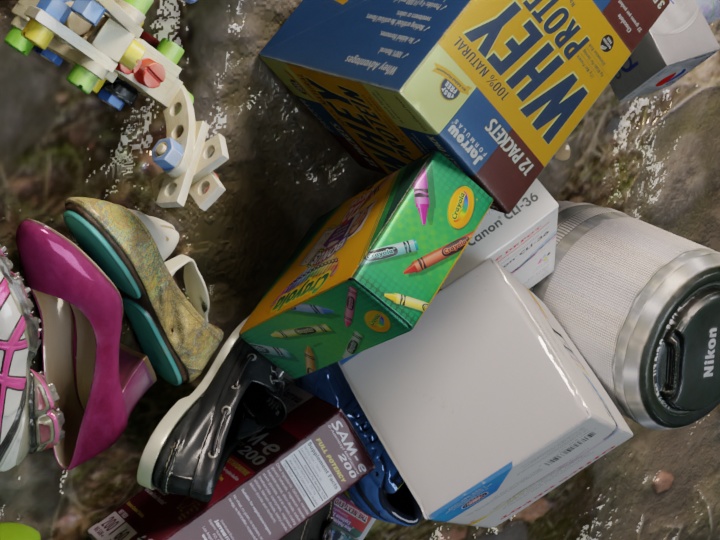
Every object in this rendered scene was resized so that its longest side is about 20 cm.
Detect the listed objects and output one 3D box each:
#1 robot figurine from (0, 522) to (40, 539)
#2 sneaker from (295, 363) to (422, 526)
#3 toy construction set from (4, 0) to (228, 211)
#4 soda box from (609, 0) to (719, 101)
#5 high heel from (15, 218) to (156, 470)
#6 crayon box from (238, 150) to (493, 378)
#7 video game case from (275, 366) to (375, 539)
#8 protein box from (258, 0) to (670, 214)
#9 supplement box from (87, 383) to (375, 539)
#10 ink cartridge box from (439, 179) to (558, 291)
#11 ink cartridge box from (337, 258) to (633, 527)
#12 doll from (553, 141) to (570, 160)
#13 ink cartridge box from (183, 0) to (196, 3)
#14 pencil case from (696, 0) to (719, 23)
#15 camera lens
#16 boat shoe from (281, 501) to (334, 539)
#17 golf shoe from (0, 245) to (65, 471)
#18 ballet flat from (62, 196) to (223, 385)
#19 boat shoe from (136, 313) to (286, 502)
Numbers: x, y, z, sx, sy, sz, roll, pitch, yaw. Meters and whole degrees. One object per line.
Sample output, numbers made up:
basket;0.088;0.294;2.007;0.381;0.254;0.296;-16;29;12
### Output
robot figurine;-0.228;0.260;1.229;0.200;0.175;0.116;41;38;-14
sneaker;0.008;0.128;1.401;0.066;0.078;0.200;-36;128;-22
toy construction set;-0.153;-0.131;1.132;0.092;0.131;0.200;-48;133;-14
soda box;0.200;-0.240;1.361;0.063;0.068;0.200;-19;80;-33
high heel;-0.213;0.054;1.211;0.096;0.067;0.200;-52;148;-25
crayon box;0.000;0.000;1.230;0.058;0.200;0.119;39;63;-13
video game case;-0.031;0.148;1.445;0.200;0.023;0.182;39;82;-45
protein box;0.072;-0.175;1.253;0.200;0.199;0.135;-52;124;-10
supplement box;-0.099;0.174;1.311;0.200;0.109;0.061;-35;110;-16
ink cartridge box;0.092;-0.022;1.367;0.116;0.068;0.200;-36;162;-7
ink cartridge box;0.102;0.103;1.351;0.147;0.145;0.200;-34;162;8
doll;0.091;-0.074;1.431;0.200;0.048;0.136;-30;148;-27
ink cartridge box;-0.115;-0.299;1.130;0.136;0.076;0.200;-40;129;-21
pencil case;0.234;-0.231;1.463;0.200;0.083;0.091;-26;138;-30
camera lens;0.228;0.036;1.497;0.160;0.200;0.160;-19;121;-35
boat shoe;-0.052;0.247;1.403;0.067;0.057;0.200;-36;156;-54
golf shoe;-0.262;0.056;1.162;0.092;0.073;0.200;-27;125;-28
ballet flat;-0.151;0.002;1.242;0.071;0.071;0.200;-43;137;-18
boat shoe;-0.090;0.101;1.294;0.199;0.066;0.075;-49;158;-50
